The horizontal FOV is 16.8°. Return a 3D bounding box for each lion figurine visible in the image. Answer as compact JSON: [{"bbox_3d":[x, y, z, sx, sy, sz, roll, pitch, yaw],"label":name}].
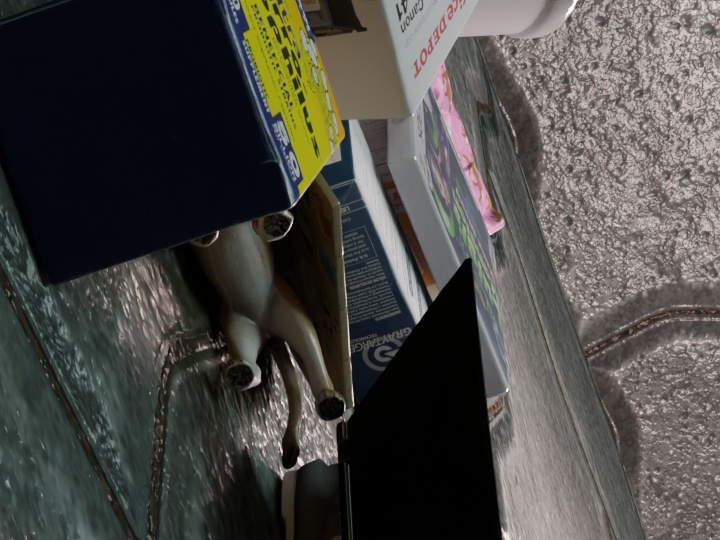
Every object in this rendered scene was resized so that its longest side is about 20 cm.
[{"bbox_3d":[-0.061,-0.010,1.236,0.123,0.072,0.201,-118,-161,-60],"label":"lion figurine"}]

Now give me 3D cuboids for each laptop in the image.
[{"bbox_3d":[0.053,0.139,1.167,0.200,0.115,0.188,53,23,-39],"label":"laptop"}]

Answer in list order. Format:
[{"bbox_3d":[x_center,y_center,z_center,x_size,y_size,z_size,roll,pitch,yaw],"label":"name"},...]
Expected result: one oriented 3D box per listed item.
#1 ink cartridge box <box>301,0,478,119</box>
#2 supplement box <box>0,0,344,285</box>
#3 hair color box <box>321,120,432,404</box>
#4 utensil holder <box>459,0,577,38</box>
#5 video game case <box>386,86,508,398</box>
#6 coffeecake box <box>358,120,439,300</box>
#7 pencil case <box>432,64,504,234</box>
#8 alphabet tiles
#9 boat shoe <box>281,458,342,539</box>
[{"bbox_3d":[-0.006,-0.202,1.301,0.148,0.085,0.201,-61,143,-47],"label":"ink cartridge box"},{"bbox_3d":[-0.082,-0.077,1.054,0.200,0.109,0.110,-66,137,-78],"label":"supplement box"},{"bbox_3d":[0.000,0.000,1.574,0.100,0.060,0.201,-95,164,-54],"label":"hair color box"},{"bbox_3d":[0.022,-0.229,1.536,0.170,0.199,0.171,176,-90,-67],"label":"utensil holder"},{"bbox_3d":[0.059,-0.042,1.678,0.182,0.023,0.201,-90,161,-57],"label":"video game case"},{"bbox_3d":[0.017,-0.069,1.775,0.154,0.073,0.201,62,14,-52],"label":"coffeecake box"},{"bbox_3d":[0.059,-0.113,2.113,0.083,0.086,0.201,6,-63,65],"label":"pencil case"},{"bbox_3d":[-0.037,-0.027,1.303,0.167,0.006,0.201,-122,-158,-49],"label":"alphabet tiles"},{"bbox_3d":[-0.006,0.163,1.224,0.201,0.057,0.067,-96,165,-54],"label":"boat shoe"}]
